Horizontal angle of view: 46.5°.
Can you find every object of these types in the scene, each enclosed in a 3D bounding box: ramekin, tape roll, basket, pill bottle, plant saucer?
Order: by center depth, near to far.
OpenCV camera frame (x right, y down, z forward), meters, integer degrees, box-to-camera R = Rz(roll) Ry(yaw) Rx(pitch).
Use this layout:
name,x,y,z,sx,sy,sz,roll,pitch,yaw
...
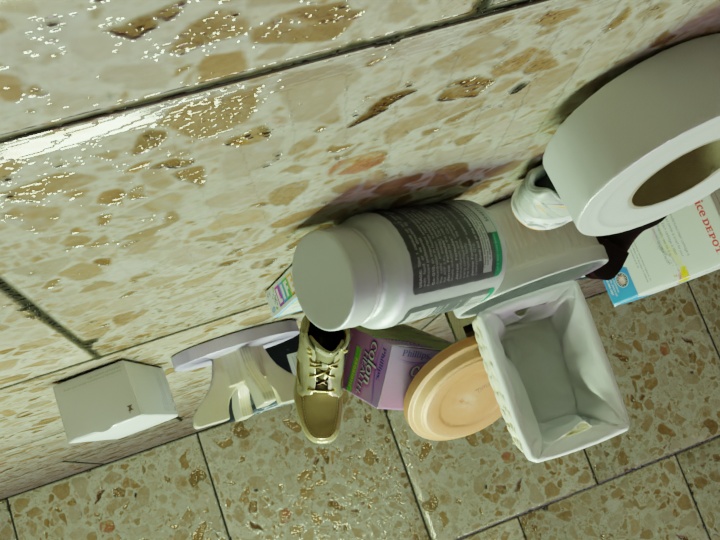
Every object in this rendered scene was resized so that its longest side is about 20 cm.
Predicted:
name,x,y,z,sx,sy,sz,roll,pitch,yaw
tape roll,0.264,-0.110,0.726,0.202,0.071,0.202,-21,159,-8
pill bottle,0.040,-0.006,0.827,0.200,0.113,0.113,-11,166,-39
ramekin,0.194,-0.023,1.046,0.200,0.105,0.200,-19,169,-4
basket,0.236,0.127,1.082,0.135,0.200,0.123,-19,176,-3
plant saucer,0.158,0.175,1.207,0.200,0.032,0.200,-16,133,-18

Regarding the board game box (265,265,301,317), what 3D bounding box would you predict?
name,x,y,z,sx,sy,sz,roll,pitch,yaw
board game box,0.000,0.000,1.000,0.200,0.034,0.134,-14,168,-27

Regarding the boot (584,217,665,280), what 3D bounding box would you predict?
name,x,y,z,sx,sy,sz,roll,pitch,yaw
boot,0.338,-0.071,1.177,0.186,0.064,0.200,-51,-171,-1

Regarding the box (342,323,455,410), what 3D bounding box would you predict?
name,x,y,z,sx,sy,sz,roll,pitch,yaw
box,0.050,0.142,1.297,0.176,0.097,0.200,10,-176,-35

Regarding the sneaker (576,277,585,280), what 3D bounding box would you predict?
name,x,y,z,sx,sy,sz,roll,pitch,yaw
sneaker,0.342,-0.020,1.419,0.079,0.079,0.200,-30,155,24

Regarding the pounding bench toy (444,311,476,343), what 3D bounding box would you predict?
name,x,y,z,sx,sy,sz,roll,pitch,yaw
pounding bench toy,0.197,0.029,1.262,0.156,0.124,0.200,-20,170,3

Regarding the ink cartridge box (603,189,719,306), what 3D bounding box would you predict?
name,x,y,z,sx,sy,sz,roll,pitch,yaw
ink cartridge box,0.479,-0.052,1.305,0.200,0.147,0.145,-26,168,34

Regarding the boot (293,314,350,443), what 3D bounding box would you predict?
name,x,y,z,sx,sy,sz,roll,pitch,yaw
boot,-0.052,0.138,1.177,0.073,0.200,0.155,3,165,-8

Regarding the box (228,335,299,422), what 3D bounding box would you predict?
name,x,y,z,sx,sy,sz,roll,pitch,yaw
box,-0.134,0.184,1.511,0.200,0.104,0.182,-13,169,-31

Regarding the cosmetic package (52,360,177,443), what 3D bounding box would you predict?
name,x,y,z,sx,sy,sz,roll,pitch,yaw
cosmetic package,-0.344,0.190,1.202,0.108,0.085,0.200,-20,169,-3

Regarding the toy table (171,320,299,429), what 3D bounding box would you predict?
name,x,y,z,sx,sy,sz,roll,pitch,yaw
toy table,-0.173,0.158,1.271,0.200,0.117,0.184,-16,169,-14

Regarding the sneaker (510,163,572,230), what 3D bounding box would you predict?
name,x,y,z,sx,sy,sz,roll,pitch,yaw
sneaker,0.258,-0.100,0.867,0.200,0.076,0.092,-21,165,0
